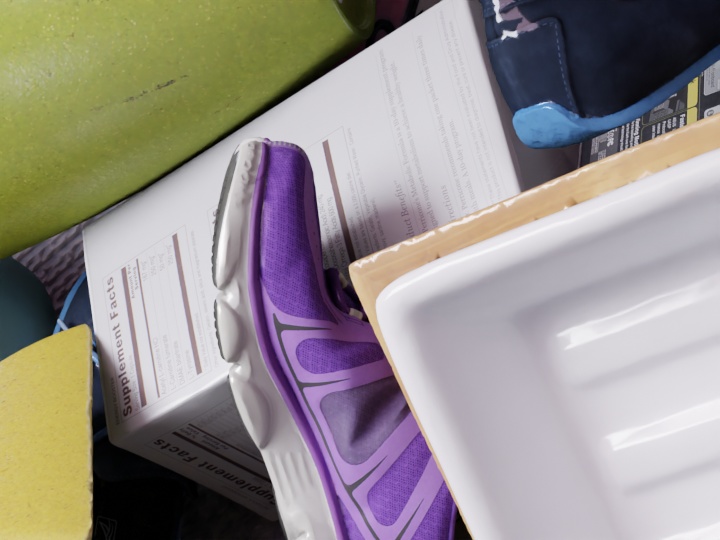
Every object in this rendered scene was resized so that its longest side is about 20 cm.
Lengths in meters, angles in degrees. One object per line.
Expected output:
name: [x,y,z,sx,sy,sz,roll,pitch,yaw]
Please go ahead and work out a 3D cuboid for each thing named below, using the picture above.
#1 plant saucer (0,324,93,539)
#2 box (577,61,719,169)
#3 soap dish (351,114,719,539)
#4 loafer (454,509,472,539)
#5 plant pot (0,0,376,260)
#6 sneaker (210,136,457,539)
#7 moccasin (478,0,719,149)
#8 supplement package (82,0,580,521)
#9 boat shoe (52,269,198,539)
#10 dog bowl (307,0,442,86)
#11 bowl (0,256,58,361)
plant saucer: [-0.149,0.138,0.748,0.200,0.048,0.201,-112,38,-68]
box: [0.162,-0.080,0.734,0.161,0.049,0.200,-21,40,30]
soap dish: [0.109,0.057,0.636,0.157,0.081,0.201,-22,98,25]
loafer: [0.094,0.061,0.743,0.200,0.063,0.072,-27,30,19]
plant pot: [-0.101,-0.112,0.817,0.199,0.187,0.188,-14,58,16]
sneaker: [0.001,0.045,0.702,0.083,0.201,0.081,-18,9,2]
moccasin: [0.113,-0.112,0.663,0.080,0.068,0.200,-17,16,44]
supplement package: [0.000,0.000,0.801,0.200,0.114,0.110,-29,52,23]
boat shoe: [-0.094,0.091,0.856,0.069,0.084,0.201,-13,72,50]
dog bowl: [-0.037,-0.114,0.921,0.200,0.074,0.201,-18,57,30]
bowl: [-0.206,0.060,0.913,0.201,0.105,0.202,-25,58,49]
